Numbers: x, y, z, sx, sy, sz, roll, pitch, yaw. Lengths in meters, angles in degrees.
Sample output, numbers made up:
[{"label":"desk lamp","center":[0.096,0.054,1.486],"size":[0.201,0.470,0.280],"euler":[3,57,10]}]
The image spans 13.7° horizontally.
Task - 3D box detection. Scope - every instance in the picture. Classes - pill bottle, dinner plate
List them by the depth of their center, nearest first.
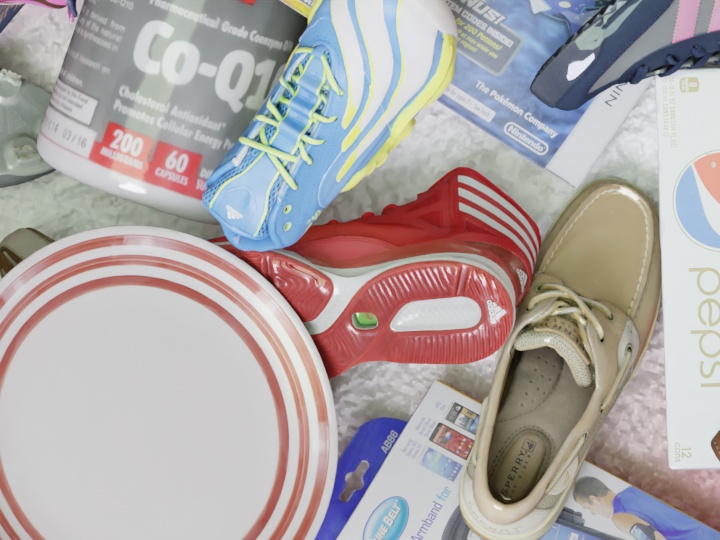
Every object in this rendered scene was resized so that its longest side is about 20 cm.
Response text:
[{"label":"dinner plate","center":[-0.106,0.078,1.448],"size":[0.199,0.024,0.202],"euler":[5,75,-21]},{"label":"pill bottle","center":[-0.083,-0.135,1.528],"size":[0.113,0.114,0.201],"euler":[21,97,10]}]

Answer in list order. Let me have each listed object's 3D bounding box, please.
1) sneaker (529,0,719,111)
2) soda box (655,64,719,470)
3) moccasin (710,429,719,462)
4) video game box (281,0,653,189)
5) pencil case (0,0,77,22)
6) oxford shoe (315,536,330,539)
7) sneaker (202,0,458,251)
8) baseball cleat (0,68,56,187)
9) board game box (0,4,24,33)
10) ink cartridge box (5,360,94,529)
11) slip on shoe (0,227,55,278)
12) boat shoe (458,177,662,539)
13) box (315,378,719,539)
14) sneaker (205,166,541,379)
[{"label":"sneaker","center":[0.179,-0.123,1.451],"size":[0.199,0.070,0.082],"euler":[-35,88,0]},{"label":"soda box","center":[0.186,-0.003,1.506],"size":[0.068,0.064,0.202],"euler":[-2,93,10]},{"label":"moccasin","center":[0.214,0.159,1.477],"size":[0.077,0.074,0.202],"euler":[-23,124,8]},{"label":"video game box","center":[0.079,-0.166,1.482],"size":[0.199,0.047,0.183],"euler":[30,98,-24]},{"label":"pencil case","center":[-0.232,-0.182,1.511],"size":[0.199,0.091,0.094],"euler":[9,135,-2]},{"label":"oxford shoe","center":[-0.067,0.150,1.529],"size":[0.199,0.075,0.058],"euler":[12,78,-29]},{"label":"sneaker","center":[-0.018,-0.065,1.423],"size":[0.076,0.200,0.105],"euler":[34,61,3]},{"label":"baseball cleat","center":[-0.255,-0.068,1.594],"size":[0.199,0.106,0.070],"euler":[4,68,-15]},{"label":"board game box","center":[-0.268,-0.131,1.545],"size":[0.135,0.035,0.200],"euler":[30,57,8]},{"label":"ink cartridge box","center":[-0.217,0.104,1.537],"size":[0.125,0.200,0.129],"euler":[-30,87,-6]},{"label":"slip on shoe","center":[-0.103,0.039,1.573],"size":[0.200,0.076,0.061],"euler":[36,60,15]},{"label":"boat shoe","center":[0.103,0.040,1.497],"size":[0.072,0.065,0.201],"euler":[22,73,7]},{"label":"box","center":[0.075,0.141,1.517],"size":[0.199,0.042,0.119],"euler":[29,57,7]},{"label":"sneaker","center":[0.000,0.000,1.532],"size":[0.199,0.116,0.079],"euler":[5,118,21]}]
